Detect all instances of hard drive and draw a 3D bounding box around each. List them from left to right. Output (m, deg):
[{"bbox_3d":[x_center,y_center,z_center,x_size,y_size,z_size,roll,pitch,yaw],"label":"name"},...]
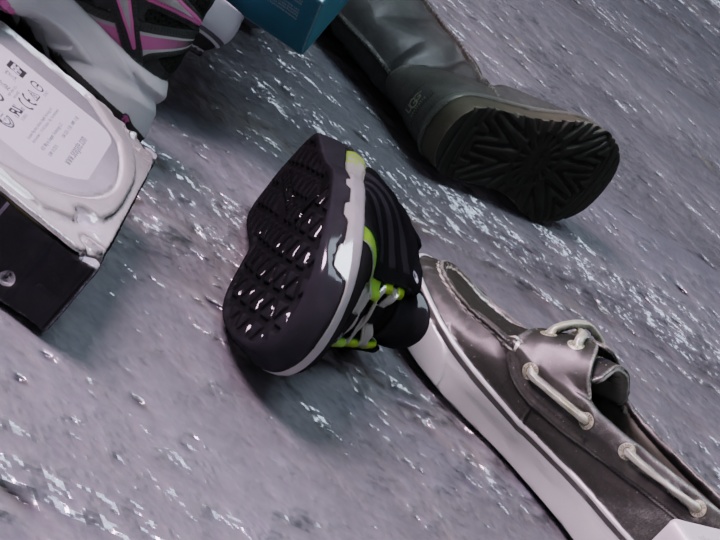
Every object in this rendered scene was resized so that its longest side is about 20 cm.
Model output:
[{"bbox_3d":[-0.168,-0.074,0.859,0.200,0.038,0.140,39,18,-8],"label":"hard drive"}]

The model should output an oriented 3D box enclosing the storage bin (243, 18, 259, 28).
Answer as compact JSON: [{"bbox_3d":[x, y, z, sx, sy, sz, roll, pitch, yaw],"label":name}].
[{"bbox_3d":[-0.063,-0.233,1.289,0.145,0.134,0.200,32,19,-28],"label":"storage bin"}]

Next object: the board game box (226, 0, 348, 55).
[{"bbox_3d":[-0.031,-0.216,1.127,0.151,0.047,0.200,35,58,5],"label":"board game box"}]

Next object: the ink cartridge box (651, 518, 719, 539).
[{"bbox_3d":[0.178,0.198,0.875,0.146,0.083,0.200,19,28,-51],"label":"ink cartridge box"}]

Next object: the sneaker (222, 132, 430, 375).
[{"bbox_3d":[0.000,0.000,0.981,0.083,0.072,0.200,40,18,-11],"label":"sneaker"}]

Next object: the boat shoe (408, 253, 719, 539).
[{"bbox_3d":[0.090,0.057,1.050,0.200,0.064,0.071,48,19,19],"label":"boat shoe"}]

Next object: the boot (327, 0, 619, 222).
[{"bbox_3d":[0.044,-0.123,1.392,0.182,0.073,0.200,23,19,-50],"label":"boot"}]

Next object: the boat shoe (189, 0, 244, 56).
[{"bbox_3d":[-0.135,-0.129,1.022,0.200,0.057,0.069,23,7,-44],"label":"boat shoe"}]

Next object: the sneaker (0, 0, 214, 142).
[{"bbox_3d":[-0.126,-0.139,0.938,0.080,0.086,0.200,31,-10,35],"label":"sneaker"}]
